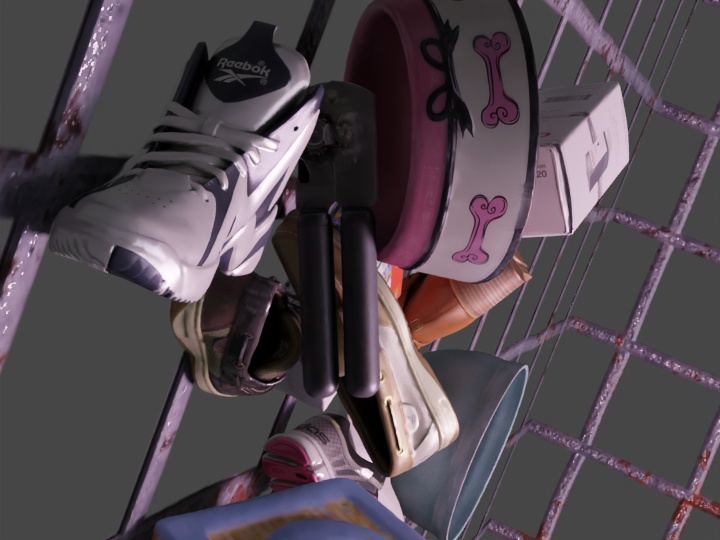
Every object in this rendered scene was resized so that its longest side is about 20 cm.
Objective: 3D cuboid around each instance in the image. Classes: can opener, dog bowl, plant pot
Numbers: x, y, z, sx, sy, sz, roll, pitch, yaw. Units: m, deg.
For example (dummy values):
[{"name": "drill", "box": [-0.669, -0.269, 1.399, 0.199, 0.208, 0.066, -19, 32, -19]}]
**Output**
[{"name": "can opener", "box": [-0.013, -0.021, 0.837, 0.067, 0.053, 0.201, 3, 85, -85]}, {"name": "dog bowl", "box": [0.042, -0.090, 0.844, 0.200, 0.074, 0.201, 178, -90, -74]}, {"name": "plant pot", "box": [0.073, 0.165, 1.366, 0.200, 0.134, 0.200, -59, 163, -30]}]

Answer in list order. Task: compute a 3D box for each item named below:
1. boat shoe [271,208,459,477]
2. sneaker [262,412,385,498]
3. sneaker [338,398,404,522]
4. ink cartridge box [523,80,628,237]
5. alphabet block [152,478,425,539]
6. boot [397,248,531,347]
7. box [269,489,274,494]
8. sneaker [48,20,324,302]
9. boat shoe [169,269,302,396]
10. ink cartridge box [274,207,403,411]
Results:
[{"name": "boat shoe", "box": [-0.006, 0.052, 0.899, 0.066, 0.200, 0.074, -38, -169, -26]}, {"name": "sneaker", "box": [-0.009, 0.205, 1.112, 0.087, 0.074, 0.200, -41, 113, -45]}, {"name": "sneaker", "box": [-0.007, 0.180, 1.224, 0.088, 0.075, 0.200, -26, -124, 50]}, {"name": "ink cartridge box", "box": [0.143, -0.098, 1.168, 0.200, 0.145, 0.085, -40, 123, -57]}, {"name": "alphabet block", "box": [-0.040, 0.292, 0.923, 0.195, 0.196, 0.200, -3, 119, -44]}, {"name": "boot", "box": [0.070, 0.017, 1.186, 0.155, 0.074, 0.200, -32, 180, 11]}, {"name": "box", "box": [-0.094, 0.288, 1.146, 0.200, 0.049, 0.160, -49, 158, -49]}, {"name": "sneaker", "box": [-0.076, -0.061, 0.635, 0.130, 0.079, 0.199, -70, 165, 9]}, {"name": "boat shoe", "box": [-0.069, 0.047, 0.839, 0.200, 0.065, 0.073, 66, 48, -71]}, {"name": "ink cartridge box", "box": [0.000, 0.000, 1.034, 0.200, 0.050, 0.109, -55, 160, -34]}]
